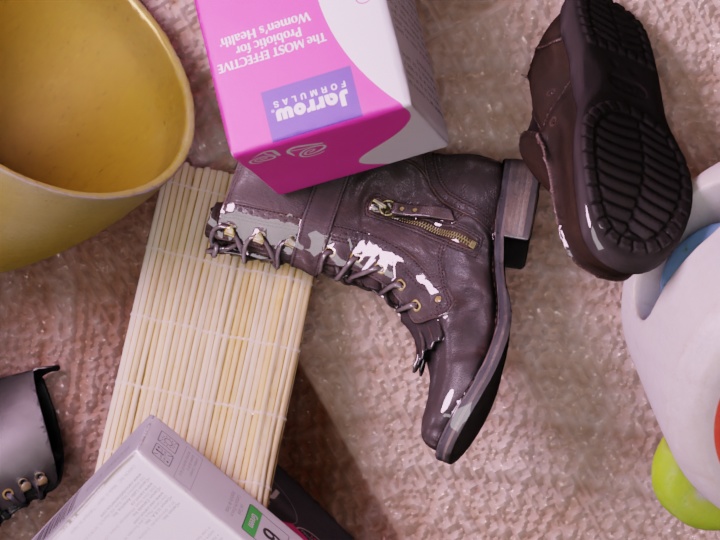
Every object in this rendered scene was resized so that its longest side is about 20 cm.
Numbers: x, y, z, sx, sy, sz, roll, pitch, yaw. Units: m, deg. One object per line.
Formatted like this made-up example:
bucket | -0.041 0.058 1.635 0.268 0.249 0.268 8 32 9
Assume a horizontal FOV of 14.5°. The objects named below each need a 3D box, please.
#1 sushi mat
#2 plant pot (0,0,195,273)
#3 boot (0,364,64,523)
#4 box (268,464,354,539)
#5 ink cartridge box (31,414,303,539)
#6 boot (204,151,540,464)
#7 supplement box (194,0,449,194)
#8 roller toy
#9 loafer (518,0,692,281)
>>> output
sushi mat | -0.079 0.033 1.544 0.096 0.012 0.200 10 63 2
plant pot | -0.211 -0.076 1.532 0.200 0.200 0.142 43 126 0
boot | -0.223 0.154 1.593 0.138 0.077 0.200 -13 79 5
box | -0.112 0.196 1.587 0.122 0.106 0.200 44 101 -1
ink cartridge box | -0.072 0.182 1.491 0.200 0.050 0.109 40 111 -10
boot | 0.000 0.000 1.535 0.174 0.069 0.200 12 62 3
supplement box | -0.031 -0.154 1.492 0.101 0.103 0.200 -16 78 10
roller toy | 0.236 0.030 1.478 0.200 0.140 0.183 -13 125 -3
loafer | 0.124 -0.061 1.489 0.073 0.200 0.071 26 128 -21
